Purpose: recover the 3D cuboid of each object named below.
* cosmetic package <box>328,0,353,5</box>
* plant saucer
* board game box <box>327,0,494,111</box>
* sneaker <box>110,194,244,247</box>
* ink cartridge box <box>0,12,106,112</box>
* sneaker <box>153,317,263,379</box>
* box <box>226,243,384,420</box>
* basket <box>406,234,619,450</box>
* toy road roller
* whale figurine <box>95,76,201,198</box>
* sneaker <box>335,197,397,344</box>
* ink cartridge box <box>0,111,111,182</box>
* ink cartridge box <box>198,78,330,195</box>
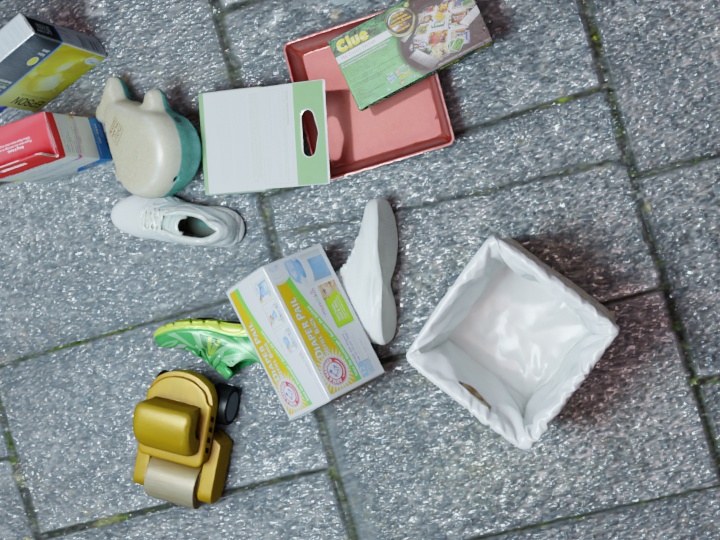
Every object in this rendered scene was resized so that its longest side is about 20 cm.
[{"bbox_3d":[0.021,-0.462,1.466,0.200,0.166,0.168,-15,89,14],"label":"cosmetic package"},{"bbox_3d":[0.013,-0.241,1.547,0.199,0.037,0.200,-15,90,15],"label":"plant saucer"},{"bbox_3d":[0.066,-0.302,1.500,0.200,0.023,0.105,-25,89,14],"label":"board game box"},{"bbox_3d":[-0.269,-0.073,1.609,0.200,0.080,0.071,7,97,16],"label":"sneaker"},{"bbox_3d":[-0.485,-0.271,1.593,0.200,0.198,0.047,-37,83,14],"label":"ink cartridge box"},{"bbox_3d":[-0.202,0.111,1.603,0.199,0.074,0.084,5,90,14],"label":"sneaker"},{"bbox_3d":[-0.075,0.083,1.532,0.101,0.112,0.200,-31,85,48],"label":"box"},{"bbox_3d":[0.199,0.086,1.452,0.198,0.161,0.200,37,101,10],"label":"basket"},{"bbox_3d":[-0.259,0.238,1.588,0.123,0.146,0.201,12,96,14],"label":"toy road roller"},{"bbox_3d":[-0.300,-0.191,1.612,0.200,0.104,0.159,48,125,31],"label":"whale figurine"},{"bbox_3d":[0.000,0.000,1.550,0.088,0.075,0.201,4,95,26],"label":"sneaker"},{"bbox_3d":[-0.451,-0.171,1.588,0.116,0.200,0.067,-17,89,15],"label":"ink cartridge box"},{"bbox_3d":[-0.126,-0.182,1.567,0.200,0.048,0.146,-2,92,23],"label":"ink cartridge box"}]
